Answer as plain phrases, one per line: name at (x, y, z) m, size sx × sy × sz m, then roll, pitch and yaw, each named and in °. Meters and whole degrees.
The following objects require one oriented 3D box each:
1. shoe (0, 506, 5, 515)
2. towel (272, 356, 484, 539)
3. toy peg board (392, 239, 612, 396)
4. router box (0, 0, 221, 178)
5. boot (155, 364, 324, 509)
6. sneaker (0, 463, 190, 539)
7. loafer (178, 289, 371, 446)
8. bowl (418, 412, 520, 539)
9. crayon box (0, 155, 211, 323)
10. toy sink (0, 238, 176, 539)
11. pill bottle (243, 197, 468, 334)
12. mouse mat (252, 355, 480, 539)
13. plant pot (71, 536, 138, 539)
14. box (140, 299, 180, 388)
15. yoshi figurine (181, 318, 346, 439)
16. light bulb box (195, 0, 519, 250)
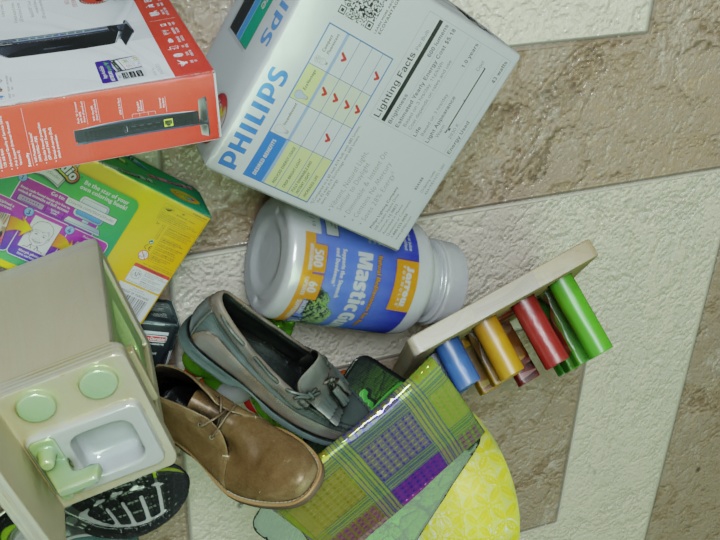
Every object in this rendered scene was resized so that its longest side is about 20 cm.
shoe at (-0.287, 0.168, 0.878) m, size 0.199 × 0.054 × 0.070 m, roll -35°, pitch 129°, yaw 0°
towel at (0.015, 0.178, 0.906) m, size 0.199 × 0.023 × 0.144 m, roll -39°, pitch 136°, yaw -4°
toy peg board at (0.146, 0.080, 0.985) m, size 0.197 × 0.099 × 0.200 m, roll -28°, pitch 169°, yaw -8°
router box at (-0.207, -0.138, 0.689) m, size 0.177 × 0.200 × 0.049 m, roll -13°, pitch 126°, yaw -17°
boot at (-0.119, 0.143, 0.859) m, size 0.074 × 0.198 × 0.076 m, roll -52°, pitch 143°, yaw -24°
sneaker at (-0.263, 0.211, 0.946) m, size 0.197 × 0.081 × 0.075 m, roll -8°, pitch 118°, yaw -7°
loafer at (-0.064, 0.089, 0.872) m, size 0.199 × 0.072 × 0.063 m, roll 32°, pitch 123°, yaw -16°
bowl at (0.066, 0.247, 1.050) m, size 0.106 × 0.200 × 0.203 m, roll -11°, pitch 124°, yaw -29°
crayon box at (-0.239, -0.049, 0.820) m, size 0.199 × 0.058 × 0.119 m, roll 28°, pitch 105°, yaw -35°
toy sink at (-0.216, 0.096, 0.762) m, size 0.111 × 0.201 × 0.131 m, roll -20°, pitch 130°, yaw -4°
pill bottle at (0.000, 0.000, 0.928) m, size 0.197 × 0.112 × 0.113 m, roll 9°, pitch 116°, yaw -28°
mouse mat at (0.009, 0.202, 0.955) m, size 0.160 × 0.008 × 0.202 m, roll 33°, pitch 89°, yaw -17°
plant pot at (-0.308, 0.346, 0.987) m, size 0.197 × 0.134 × 0.203 m, roll -11°, pitch 123°, yaw -18°
box at (-0.280, 0.093, 0.897) m, size 0.197 × 0.046 × 0.161 m, roll 9°, pitch 115°, yaw -29°
yoshi figurine at (-0.078, 0.104, 0.969) m, size 0.199 × 0.112 × 0.113 m, roll 31°, pitch 88°, yaw -33°
light bulb box at (-0.013, -0.156, 0.816) m, size 0.198 × 0.125 × 0.200 m, roll 22°, pitch 110°, yaw -33°
